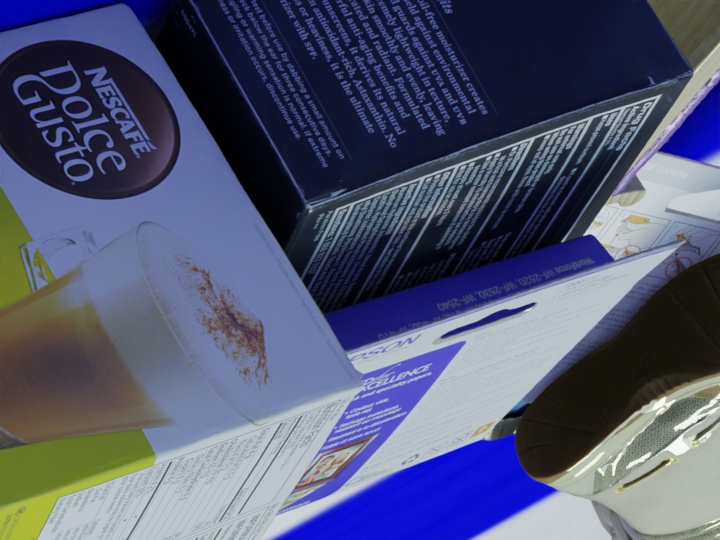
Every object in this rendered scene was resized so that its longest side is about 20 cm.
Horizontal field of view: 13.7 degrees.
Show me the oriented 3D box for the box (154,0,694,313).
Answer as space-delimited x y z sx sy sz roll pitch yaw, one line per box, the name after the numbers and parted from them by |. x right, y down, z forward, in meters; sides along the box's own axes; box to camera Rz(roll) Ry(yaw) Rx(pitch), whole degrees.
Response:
0.006 -0.053 1.316 0.198 0.123 0.200 -19 158 -28 | box

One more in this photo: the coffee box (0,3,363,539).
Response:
-0.154 0.044 1.206 0.198 0.200 0.200 -17 154 -33 | coffee box

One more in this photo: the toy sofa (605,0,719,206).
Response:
0.153 -0.118 1.430 0.098 0.083 0.200 -12 152 -40 | toy sofa

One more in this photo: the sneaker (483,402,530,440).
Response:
0.105 0.037 1.727 0.200 0.077 0.111 -18 150 -22 | sneaker

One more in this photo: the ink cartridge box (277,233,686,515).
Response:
0.017 0.042 1.318 0.198 0.043 0.200 -17 161 -35 | ink cartridge box

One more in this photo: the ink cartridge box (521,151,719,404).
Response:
0.150 0.001 1.623 0.200 0.045 0.176 12 123 -36 | ink cartridge box

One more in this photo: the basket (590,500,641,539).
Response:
0.209 0.108 1.880 0.123 0.200 0.136 -34 160 21 | basket

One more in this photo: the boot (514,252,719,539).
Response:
0.202 0.074 1.636 0.200 0.072 0.155 -37 137 17 | boot
